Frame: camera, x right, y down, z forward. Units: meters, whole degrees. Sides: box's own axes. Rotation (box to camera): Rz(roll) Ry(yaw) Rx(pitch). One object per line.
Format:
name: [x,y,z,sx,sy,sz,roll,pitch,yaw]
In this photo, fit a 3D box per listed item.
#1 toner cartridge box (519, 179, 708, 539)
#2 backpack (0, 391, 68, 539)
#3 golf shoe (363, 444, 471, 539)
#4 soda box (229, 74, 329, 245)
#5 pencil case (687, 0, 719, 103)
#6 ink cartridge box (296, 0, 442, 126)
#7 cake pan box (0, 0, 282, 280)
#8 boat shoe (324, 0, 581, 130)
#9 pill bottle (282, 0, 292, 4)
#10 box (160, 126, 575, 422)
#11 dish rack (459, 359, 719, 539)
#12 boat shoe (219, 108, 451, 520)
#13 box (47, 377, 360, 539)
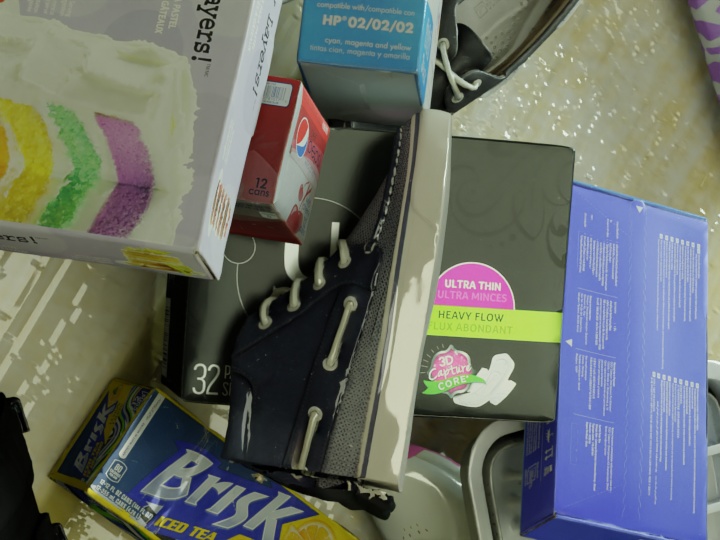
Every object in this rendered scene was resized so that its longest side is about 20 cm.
toner cartridge box: [0.142,0.056,1.062,0.094,0.043,0.201,15,62,-19]
backpack: [-0.218,0.141,0.902,0.150,0.200,0.179,-16,101,-7]
golf shoe: [0.063,0.190,1.111,0.200,0.075,0.092,53,33,-19]
soda box: [-0.120,-0.065,0.921,0.199,0.070,0.064,10,77,13]
pencil case: [0.260,-0.149,1.216,0.084,0.085,0.201,-28,105,-23]
ink cartridge box: [0.014,-0.191,1.043,0.067,0.115,0.201,6,80,5]
cake pan box: [-0.133,-0.105,0.869,0.183,0.052,0.201,10,74,8]
boat shoe: [0.059,-0.131,1.119,0.200,0.060,0.074,-40,115,-20]
pill bottle: [-0.109,-0.224,0.990,0.119,0.120,0.201,-21,101,-26]
box: [0.000,0.000,1.029,0.199,0.124,0.150,3,91,-11]
dish rack: [0.145,0.151,1.102,0.199,0.043,0.173,-13,94,-29]
boat shoe: [-0.011,0.014,0.930,0.092,0.075,0.201,9,79,5]
box: [-0.070,0.143,1.057,0.200,0.064,0.070,40,74,-24]
